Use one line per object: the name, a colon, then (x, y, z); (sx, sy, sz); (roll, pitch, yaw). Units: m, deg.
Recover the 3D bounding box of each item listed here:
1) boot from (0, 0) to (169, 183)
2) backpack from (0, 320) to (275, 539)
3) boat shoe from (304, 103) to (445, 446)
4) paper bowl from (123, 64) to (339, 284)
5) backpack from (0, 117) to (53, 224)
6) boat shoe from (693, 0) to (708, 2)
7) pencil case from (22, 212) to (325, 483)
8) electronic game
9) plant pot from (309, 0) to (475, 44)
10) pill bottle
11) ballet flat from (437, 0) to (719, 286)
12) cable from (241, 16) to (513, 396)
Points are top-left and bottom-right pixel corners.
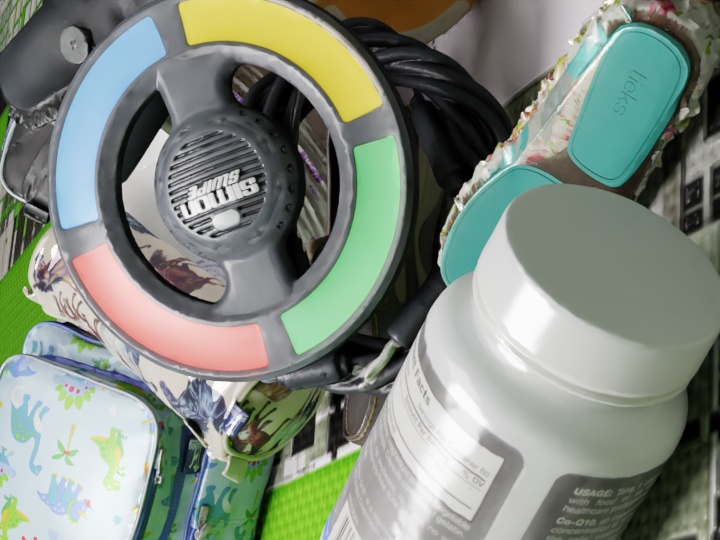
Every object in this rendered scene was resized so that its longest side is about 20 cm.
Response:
boot: (-0.154, -0.164, 1.040); (0.168, 0.076, 0.200); (-43, 81, 31)
backpack: (-0.163, 0.142, 1.274); (0.183, 0.147, 0.200); (15, 102, 32)
boat shoe: (0.000, 0.000, 1.066); (0.074, 0.073, 0.200); (144, 133, -63)
paper bowl: (-0.076, -0.067, 1.175); (0.104, 0.201, 0.201); (-43, 10, -20)
backpack: (-0.143, -0.121, 1.374); (0.200, 0.177, 0.151); (-67, -6, 16)
boat shoe: (0.159, -0.198, 0.758); (0.203, 0.075, 0.075); (-64, -21, 5)
pencil case: (-0.117, 0.038, 1.170); (0.200, 0.078, 0.089); (36, 79, 28)
electronic game: (-0.067, -0.043, 0.963); (0.042, 0.200, 0.200); (-11, -65, -72)
plant pot: (-0.017, -0.215, 1.086); (0.183, 0.200, 0.200); (44, 123, 48)
pill bottle: (0.065, 0.070, 0.791); (0.114, 0.114, 0.200); (-103, 31, -49)
ballet flat: (0.102, -0.056, 0.849); (0.200, 0.076, 0.064); (-52, 2, 45)
cable: (0.007, -0.035, 0.987); (0.163, 0.051, 0.200); (-2, 81, 30)
